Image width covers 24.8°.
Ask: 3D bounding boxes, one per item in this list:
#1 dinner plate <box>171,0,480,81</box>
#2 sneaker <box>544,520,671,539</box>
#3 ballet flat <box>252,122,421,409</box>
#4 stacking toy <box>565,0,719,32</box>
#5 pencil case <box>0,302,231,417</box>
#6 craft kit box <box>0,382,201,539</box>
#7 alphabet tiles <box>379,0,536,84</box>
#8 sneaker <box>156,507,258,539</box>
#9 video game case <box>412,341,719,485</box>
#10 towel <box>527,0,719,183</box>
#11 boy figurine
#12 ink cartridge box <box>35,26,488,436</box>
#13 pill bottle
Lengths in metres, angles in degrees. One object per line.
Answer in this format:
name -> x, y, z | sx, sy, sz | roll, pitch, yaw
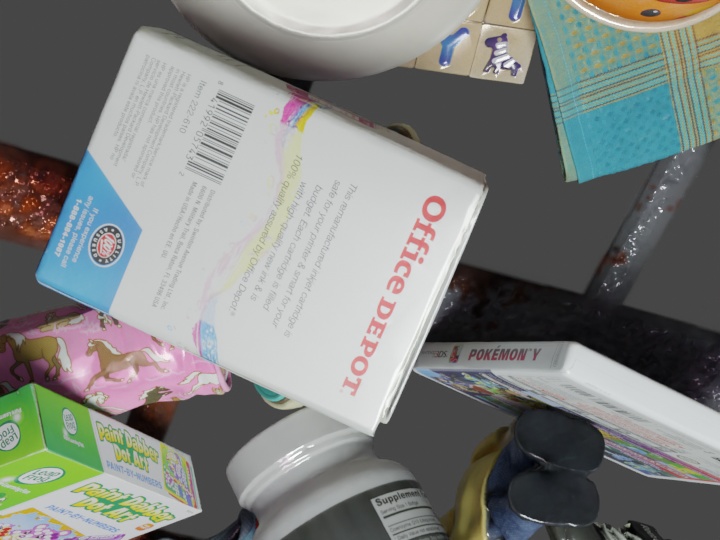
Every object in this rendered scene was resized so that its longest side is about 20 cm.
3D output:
dinner plate -> -0.016, -0.187, 0.861 | 0.199, 0.024, 0.201 | -2, 122, -3
sneaker -> 0.192, 0.203, 1.124 | 0.088, 0.074, 0.200 | -31, 131, 11
ballet flat -> 0.000, 0.000, 0.974 | 0.069, 0.070, 0.200 | 20, 119, -20
stacking toy -> 0.163, -0.179, 0.779 | 0.145, 0.200, 0.147 | -1, 104, -6
pencil case -> -0.172, 0.058, 0.965 | 0.199, 0.087, 0.083 | -17, 105, 3
craft kit box -> -0.222, 0.138, 0.961 | 0.197, 0.049, 0.200 | -24, 156, 12
alphabet tiles -> 0.079, -0.182, 0.896 | 0.199, 0.008, 0.168 | 7, 121, -13
sneaker -> -0.052, 0.200, 1.077 | 0.199, 0.079, 0.096 | -12, 121, -2
video game case -> 0.155, 0.088, 0.993 | 0.199, 0.182, 0.023 | 25, 77, -23
towel -> 0.196, -0.138, 0.930 | 0.199, 0.022, 0.147 | -19, 125, -2
boy figurine -> 0.089, 0.160, 1.036 | 0.064, 0.125, 0.200 | 13, 151, -7
ink cartridge box -> -0.048, -0.023, 0.872 | 0.199, 0.085, 0.145 | 25, 98, 3
pill bottle -> 0.002, 0.188, 0.996 | 0.115, 0.201, 0.116 | -26, 159, -11
